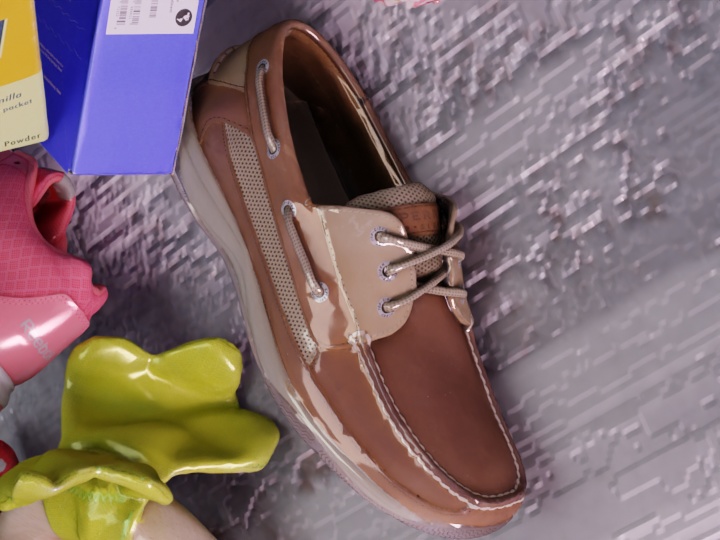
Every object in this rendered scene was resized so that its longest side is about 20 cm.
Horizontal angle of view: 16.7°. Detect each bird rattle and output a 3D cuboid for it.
[{"bbox_3d":[-0.107,0.123,0.968,0.163,0.113,0.200,51,133,2],"label":"bird rattle"}]

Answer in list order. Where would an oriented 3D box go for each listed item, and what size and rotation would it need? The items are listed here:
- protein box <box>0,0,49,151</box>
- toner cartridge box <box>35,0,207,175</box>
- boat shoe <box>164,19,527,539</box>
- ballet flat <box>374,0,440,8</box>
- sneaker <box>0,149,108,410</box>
[{"bbox_3d":[-0.192,-0.156,0.797,0.200,0.134,0.199,99,155,-66],"label":"protein box"},{"bbox_3d":[-0.120,-0.118,0.919,0.200,0.043,0.095,45,127,50],"label":"toner cartridge box"},{"bbox_3d":[0.000,0.000,0.854,0.072,0.076,0.200,-45,70,37],"label":"boat shoe"},{"bbox_3d":[-0.022,-0.152,0.857,0.200,0.075,0.064,53,160,27],"label":"ballet flat"},{"bbox_3d":[-0.159,-0.021,1.004,0.200,0.087,0.074,55,177,44],"label":"sneaker"}]
